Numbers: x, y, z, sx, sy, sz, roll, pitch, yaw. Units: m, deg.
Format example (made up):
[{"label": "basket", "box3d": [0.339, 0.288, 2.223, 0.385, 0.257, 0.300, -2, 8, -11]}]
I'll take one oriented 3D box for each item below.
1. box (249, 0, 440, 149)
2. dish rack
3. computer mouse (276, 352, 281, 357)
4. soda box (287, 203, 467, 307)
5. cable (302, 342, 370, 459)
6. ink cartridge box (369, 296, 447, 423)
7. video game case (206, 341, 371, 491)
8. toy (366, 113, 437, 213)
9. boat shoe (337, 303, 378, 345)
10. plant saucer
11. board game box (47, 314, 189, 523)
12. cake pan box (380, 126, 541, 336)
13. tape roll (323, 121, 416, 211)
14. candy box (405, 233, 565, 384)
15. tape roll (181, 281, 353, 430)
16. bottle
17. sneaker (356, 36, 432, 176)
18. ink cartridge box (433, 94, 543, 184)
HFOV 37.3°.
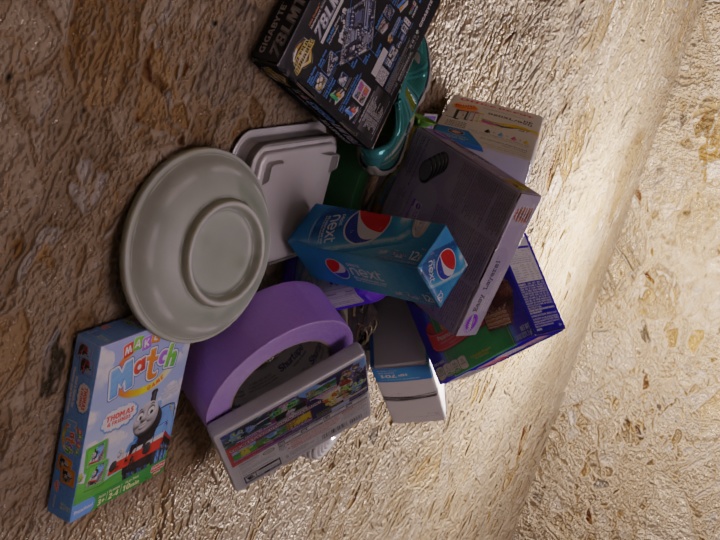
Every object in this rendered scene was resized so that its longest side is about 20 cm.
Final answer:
[{"label": "box", "box3d": [-0.009, -0.265, 1.165, 0.198, 0.049, 0.202, 33, 80, -53]}, {"label": "dish rack", "box3d": [-0.090, -0.079, 1.223, 0.199, 0.043, 0.173, -20, 130, -59]}, {"label": "computer mouse", "box3d": [-0.112, 0.138, 1.389, 0.110, 0.043, 0.202, 70, 42, -65]}, {"label": "soda box", "box3d": [0.017, -0.020, 1.191, 0.064, 0.199, 0.068, -55, 133, -25]}, {"label": "cable", "box3d": [-0.045, 0.164, 1.456, 0.200, 0.069, 0.202, -55, 165, -57]}, {"label": "ink cartridge box", "box3d": [0.067, 0.109, 1.492, 0.201, 0.085, 0.148, 72, 13, -59]}, {"label": "video game case", "box3d": [-0.079, 0.178, 1.277, 0.199, 0.023, 0.183, -28, 152, -13]}, {"label": "toy", "box3d": [0.058, -0.105, 1.396, 0.115, 0.047, 0.202, -14, 124, -61]}, {"label": "boat shoe", "box3d": [-0.011, 0.061, 1.372, 0.075, 0.073, 0.202, -48, -147, 45]}, {"label": "plant saucer", "box3d": [-0.149, -0.021, 1.070, 0.199, 0.050, 0.203, -21, 118, -47]}, {"label": "board game box", "box3d": [-0.245, 0.142, 1.102, 0.151, 0.036, 0.202, -22, 131, -59]}, {"label": "cake pan box", "box3d": [0.103, -0.045, 1.293, 0.052, 0.184, 0.202, 5, 115, -45]}, {"label": "tape roll", "box3d": [0.018, -0.118, 1.417, 0.201, 0.048, 0.202, -48, 151, -37]}, {"label": "candy box", "box3d": [0.141, 0.017, 1.351, 0.077, 0.202, 0.169, -5, 159, -48]}, {"label": "tape roll", "box3d": [-0.107, 0.106, 1.236, 0.199, 0.066, 0.201, -30, 152, -17]}, {"label": "bottle", "box3d": [0.000, 0.000, 1.292, 0.065, 0.198, 0.084, 41, 45, -48]}, {"label": "sneaker", "box3d": [0.040, -0.214, 1.287, 0.080, 0.077, 0.202, 56, 43, -76]}, {"label": "ink cartridge box", "box3d": [0.171, -0.145, 1.541, 0.200, 0.146, 0.146, -60, 164, -61]}]
